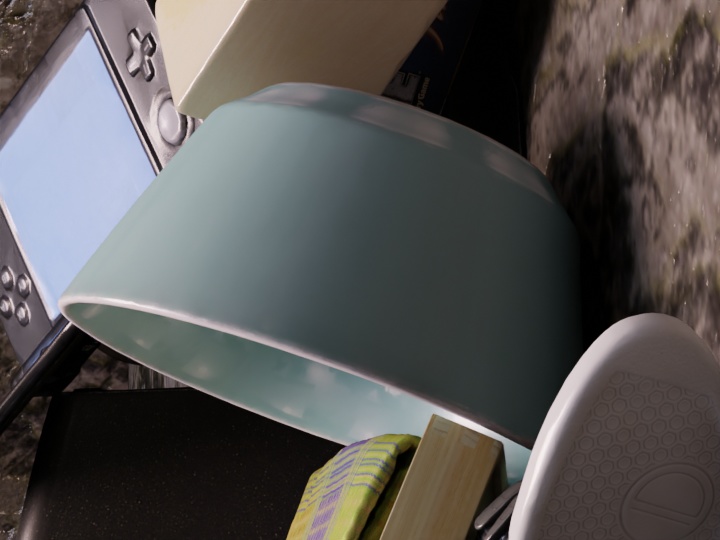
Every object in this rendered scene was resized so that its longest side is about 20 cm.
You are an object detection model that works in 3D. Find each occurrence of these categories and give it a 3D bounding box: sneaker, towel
[{"bbox_3d":[0.068,0.078,0.839,0.099,0.071,0.200,-110,17,-52],"label":"sneaker"},{"bbox_3d":[-0.021,0.133,1.024,0.200,0.023,0.144,131,161,-76],"label":"towel"}]

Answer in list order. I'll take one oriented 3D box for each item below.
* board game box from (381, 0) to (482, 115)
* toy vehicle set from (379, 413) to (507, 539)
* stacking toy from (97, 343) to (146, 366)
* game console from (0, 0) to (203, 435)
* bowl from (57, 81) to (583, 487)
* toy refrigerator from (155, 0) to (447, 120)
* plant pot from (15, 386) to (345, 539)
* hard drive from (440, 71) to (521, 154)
[{"bbox_3d":[0.013,-0.110,1.155,0.200,0.035,0.136,-110,40,-74],"label":"board game box"},{"bbox_3d":[0.003,0.156,0.932,0.124,0.027,0.200,77,-145,-75],"label":"toy vehicle set"},{"bbox_3d":[-0.043,-0.002,1.320,0.200,0.146,0.146,30,-129,-53],"label":"stacking toy"},{"bbox_3d":[-0.147,-0.012,1.171,0.200,0.116,0.176,-45,63,44],"label":"game console"},{"bbox_3d":[0.000,0.000,0.983,0.201,0.201,0.105,141,148,-78],"label":"bowl"},{"bbox_3d":[0.002,-0.142,1.011,0.200,0.076,0.070,-54,36,37],"label":"toy refrigerator"},{"bbox_3d":[-0.068,0.141,1.237,0.200,0.200,0.178,138,131,-86],"label":"plant pot"},{"bbox_3d":[0.036,0.013,1.164,0.200,0.033,0.140,118,151,-72],"label":"hard drive"}]
